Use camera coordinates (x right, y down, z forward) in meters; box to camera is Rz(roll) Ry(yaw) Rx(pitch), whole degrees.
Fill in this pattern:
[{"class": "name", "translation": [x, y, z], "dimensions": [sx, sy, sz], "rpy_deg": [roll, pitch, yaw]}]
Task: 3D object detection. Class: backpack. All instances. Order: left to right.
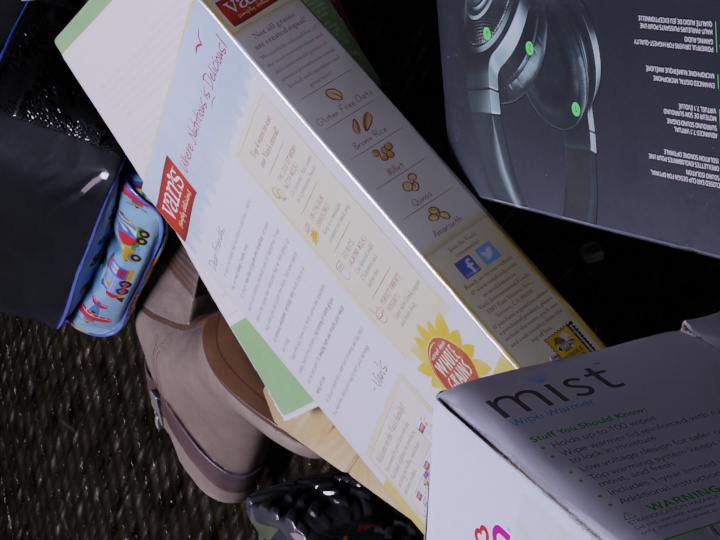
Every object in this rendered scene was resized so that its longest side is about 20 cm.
[{"class": "backpack", "translation": [-0.155, -0.090, 1.138], "dimensions": [0.183, 0.134, 0.200], "rpy_deg": [120, 165, -50]}]

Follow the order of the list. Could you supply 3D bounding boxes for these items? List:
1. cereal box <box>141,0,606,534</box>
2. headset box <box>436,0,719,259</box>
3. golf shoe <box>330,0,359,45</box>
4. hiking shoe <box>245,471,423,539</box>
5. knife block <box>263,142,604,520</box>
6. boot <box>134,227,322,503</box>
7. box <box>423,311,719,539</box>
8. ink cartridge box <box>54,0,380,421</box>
[{"class": "cereal box", "translation": [0.000, 0.000, 0.783], "dimensions": [0.200, 0.040, 0.144], "rpy_deg": [51, 153, 13]}, {"class": "headset box", "translation": [0.103, -0.103, 0.670], "dimensions": [0.174, 0.093, 0.200], "rpy_deg": [17, 115, 60]}, {"class": "golf shoe", "translation": [-0.022, -0.090, 0.951], "dimensions": [0.092, 0.073, 0.200], "rpy_deg": [-27, 81, 60]}, {"class": "hiking shoe", "translation": [0.008, 0.170, 1.003], "dimensions": [0.200, 0.076, 0.101], "rpy_deg": [-139, 36, -64]}, {"class": "knife block", "translation": [0.026, 0.007, 0.898], "dimensions": [0.200, 0.064, 0.176], "rpy_deg": [28, 123, 58]}, {"class": "boot", "translation": [-0.061, 0.067, 1.099], "dimensions": [0.200, 0.070, 0.146], "rpy_deg": [-122, 29, -41]}, {"class": "box", "translation": [0.143, 0.085, 0.545], "dimensions": [0.176, 0.200, 0.097], "rpy_deg": [38, 132, 52]}, {"class": "ink cartridge box", "translation": [-0.039, -0.046, 0.886], "dimensions": [0.200, 0.048, 0.146], "rpy_deg": [57, 149, -2]}]
